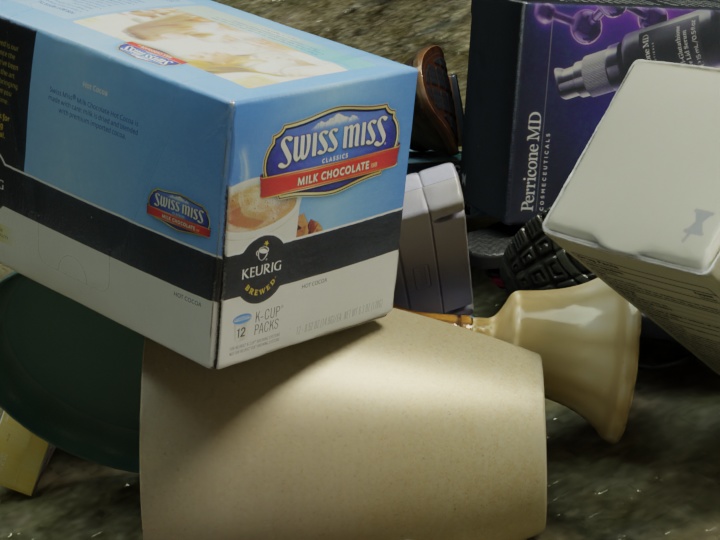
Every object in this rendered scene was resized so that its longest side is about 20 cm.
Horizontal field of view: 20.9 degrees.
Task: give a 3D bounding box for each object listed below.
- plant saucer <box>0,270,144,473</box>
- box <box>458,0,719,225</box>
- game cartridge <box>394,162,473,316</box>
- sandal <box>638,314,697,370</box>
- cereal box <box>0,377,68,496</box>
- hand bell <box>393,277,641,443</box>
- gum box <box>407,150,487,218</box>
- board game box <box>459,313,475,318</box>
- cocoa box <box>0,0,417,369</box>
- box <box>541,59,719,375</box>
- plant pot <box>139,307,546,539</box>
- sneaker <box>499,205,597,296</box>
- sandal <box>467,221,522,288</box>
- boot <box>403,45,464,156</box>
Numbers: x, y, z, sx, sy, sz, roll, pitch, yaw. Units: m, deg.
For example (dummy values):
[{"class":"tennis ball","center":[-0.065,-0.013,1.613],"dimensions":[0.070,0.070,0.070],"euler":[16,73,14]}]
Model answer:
[{"class":"plant saucer","center":[-0.131,0.052,1.150],"dimensions":[0.199,0.201,0.028],"euler":[-8,45,19]},{"class":"box","center":[0.175,-0.108,1.305],"dimensions":[0.198,0.149,0.104],"euler":[-1,13,-16]},{"class":"game cartridge","center":[0.000,0.000,1.143],"dimensions":[0.129,0.039,0.200],"euler":[-12,-20,0]},{"class":"sandal","center":[0.171,0.034,1.204],"dimensions":[0.076,0.043,0.200],"euler":[-21,12,-31]},{"class":"cereal box","center":[-0.191,0.039,1.303],"dimensions":[0.039,0.145,0.200],"euler":[21,24,-2]},{"class":"hand bell","center":[0.051,0.034,1.098],"dimensions":[0.198,0.105,0.104],"euler":[7,23,-2]},{"class":"gum box","center":[0.023,-0.064,1.432],"dimensions":[0.169,0.045,0.199],"euler":[-6,8,-38]},{"class":"board game box","center":[0.007,0.061,1.246],"dimensions":[0.135,0.035,0.200],"euler":[-22,22,-14]},{"class":"cocoa box","center":[-0.090,-0.056,0.972],"dimensions":[0.199,0.132,0.133],"euler":[23,26,38]},{"class":"box","center":[0.216,-0.008,1.017],"dimensions":[0.128,0.200,0.109],"euler":[18,75,54]},{"class":"plant pot","center":[-0.004,0.091,1.023],"dimensions":[0.198,0.189,0.188],"euler":[-2,23,3]},{"class":"sneaker","center":[0.180,-0.028,1.181],"dimensions":[0.199,0.076,0.091],"euler":[-22,1,12]},{"class":"sandal","center":[0.117,-0.011,1.327],"dimensions":[0.074,0.045,0.200],"euler":[-2,6,13]},{"class":"boot","center":[0.020,-0.108,1.361],"dimensions":[0.096,0.075,0.200],"euler":[-10,-5,8]}]
